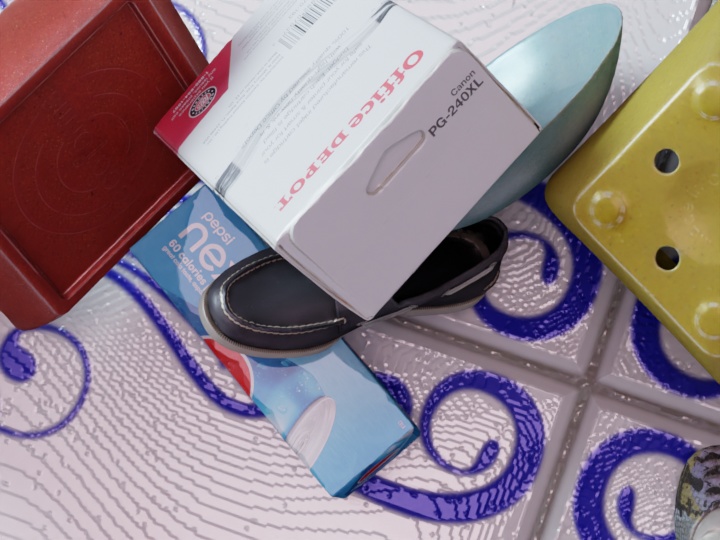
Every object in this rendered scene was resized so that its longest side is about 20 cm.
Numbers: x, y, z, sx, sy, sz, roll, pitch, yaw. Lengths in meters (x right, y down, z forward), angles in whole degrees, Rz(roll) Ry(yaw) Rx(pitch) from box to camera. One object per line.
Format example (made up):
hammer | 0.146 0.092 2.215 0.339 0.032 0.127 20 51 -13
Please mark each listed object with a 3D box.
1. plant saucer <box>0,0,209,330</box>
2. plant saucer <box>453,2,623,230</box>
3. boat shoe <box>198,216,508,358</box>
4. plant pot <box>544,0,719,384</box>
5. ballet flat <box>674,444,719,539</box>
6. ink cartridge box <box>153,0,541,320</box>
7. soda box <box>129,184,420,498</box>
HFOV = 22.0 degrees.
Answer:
plant saucer | -0.166 -0.075 1.095 0.200 0.200 0.037 -45 53 -11
plant saucer | 0.085 -0.078 1.096 0.201 0.201 0.039 -41 105 -1
boat shoe | 0.000 0.000 1.102 0.200 0.063 0.073 -10 68 -28
plant pot | 0.220 -0.043 1.032 0.196 0.200 0.194 47 113 9
ballet flat | 0.228 0.202 1.094 0.072 0.072 0.200 -6 81 5
ink cartridge box | -0.013 -0.080 1.043 0.145 0.200 0.083 -48 124 0
soda box | -0.052 0.044 1.146 0.068 0.064 0.200 -40 80 -1
